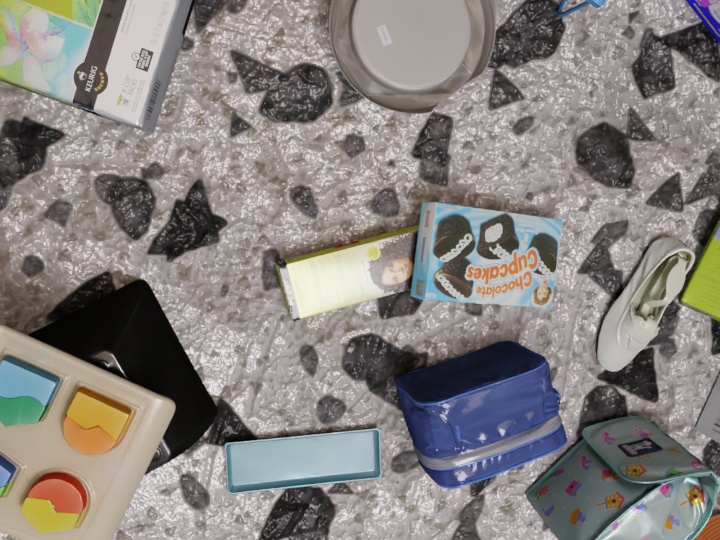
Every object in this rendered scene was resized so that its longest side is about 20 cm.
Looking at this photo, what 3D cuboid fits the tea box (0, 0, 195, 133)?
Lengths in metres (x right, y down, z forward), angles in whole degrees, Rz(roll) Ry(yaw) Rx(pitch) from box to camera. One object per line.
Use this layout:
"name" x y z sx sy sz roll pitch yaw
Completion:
"tea box" -0.289 -0.273 0.758 0.197 0.134 0.200 17 94 -12

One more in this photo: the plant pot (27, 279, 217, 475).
"plant pot" -0.291 0.153 0.795 0.199 0.177 0.200 -27 103 -5

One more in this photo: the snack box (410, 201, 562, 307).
"snack box" 0.160 -0.017 0.894 0.200 0.037 0.116 4 95 -29

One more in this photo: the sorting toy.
"sorting toy" -0.305 0.170 0.686 0.200 0.036 0.185 26 92 -13

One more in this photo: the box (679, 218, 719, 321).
"box" 0.529 -0.021 0.961 0.122 0.048 0.200 27 93 19

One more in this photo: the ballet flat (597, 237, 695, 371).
"ballet flat" 0.381 0.047 0.960 0.069 0.069 0.200 27 93 -13

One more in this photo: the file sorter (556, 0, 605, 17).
"file sorter" 0.212 -0.411 0.836 0.200 0.123 0.139 31 92 -12

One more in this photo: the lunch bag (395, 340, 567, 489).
"lunch bag" 0.157 0.182 0.901 0.200 0.136 0.132 -16 101 -9

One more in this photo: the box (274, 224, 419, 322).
"box" 0.000 0.000 0.891 0.200 0.050 0.075 -16 101 -7

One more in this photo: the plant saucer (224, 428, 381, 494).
"plant saucer" -0.072 0.243 0.928 0.200 0.019 0.070 -3 98 -11

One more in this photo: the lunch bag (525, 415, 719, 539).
"lunch bag" 0.339 0.288 0.930 0.200 0.170 0.122 -45 104 2

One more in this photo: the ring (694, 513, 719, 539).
"ring" 0.528 0.452 1.030 0.200 0.019 0.201 3 83 -26

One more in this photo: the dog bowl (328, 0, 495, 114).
"dog bowl" 0.057 -0.285 0.858 0.200 0.059 0.200 -1 97 -10

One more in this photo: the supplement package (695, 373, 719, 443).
"supplement package" 0.574 0.163 0.987 0.114 0.110 0.200 23 93 -13

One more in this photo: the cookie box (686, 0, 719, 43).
"cookie box" 0.510 -0.411 0.914 0.171 0.075 0.200 44 88 -12
